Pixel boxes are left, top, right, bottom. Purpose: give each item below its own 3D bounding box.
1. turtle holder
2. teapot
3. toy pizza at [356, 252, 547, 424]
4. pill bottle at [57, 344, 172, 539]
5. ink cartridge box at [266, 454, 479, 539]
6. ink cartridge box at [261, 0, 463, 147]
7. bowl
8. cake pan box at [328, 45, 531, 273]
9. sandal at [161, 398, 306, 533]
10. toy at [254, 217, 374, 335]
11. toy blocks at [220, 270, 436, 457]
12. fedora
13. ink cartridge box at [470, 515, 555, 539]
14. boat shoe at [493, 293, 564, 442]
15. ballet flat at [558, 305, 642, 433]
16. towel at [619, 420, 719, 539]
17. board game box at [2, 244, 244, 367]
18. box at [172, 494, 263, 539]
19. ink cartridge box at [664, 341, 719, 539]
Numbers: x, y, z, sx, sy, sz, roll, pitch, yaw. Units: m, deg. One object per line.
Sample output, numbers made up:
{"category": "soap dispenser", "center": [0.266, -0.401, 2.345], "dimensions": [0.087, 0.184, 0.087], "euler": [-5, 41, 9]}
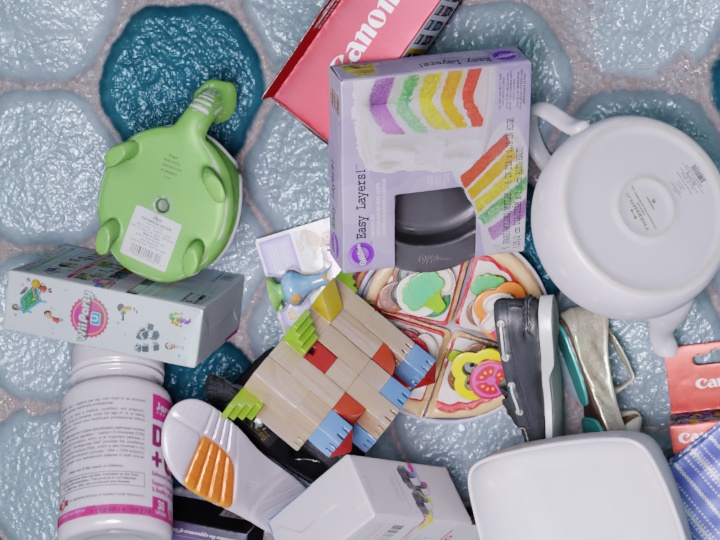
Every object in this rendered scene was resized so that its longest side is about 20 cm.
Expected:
{"category": "turtle holder", "center": [-0.181, -0.086, 1.622], "dimensions": [0.139, 0.132, 0.188], "euler": [-6, 97, 13]}
{"category": "teapot", "center": [0.235, -0.043, 1.542], "dimensions": [0.195, 0.146, 0.202], "euler": [14, 75, -10]}
{"category": "toy pizza", "center": [0.089, 0.059, 1.614], "dimensions": [0.198, 0.032, 0.202], "euler": [0, 107, -1]}
{"category": "pill bottle", "center": [-0.242, 0.173, 1.645], "dimensions": [0.112, 0.113, 0.202], "euler": [-9, 64, 13]}
{"category": "ink cartridge box", "center": [0.022, 0.240, 1.571], "dimensions": [0.115, 0.199, 0.068], "euler": [-40, 58, 24]}
{"category": "ink cartridge box", "center": [0.012, -0.216, 1.539], "dimensions": [0.084, 0.176, 0.201], "euler": [37, 104, 5]}
{"category": "bowl", "center": [0.216, 0.241, 1.549], "dimensions": [0.198, 0.075, 0.202], "euler": [-12, 101, 30]}
{"category": "cake pan box", "center": [0.062, -0.098, 1.520], "dimensions": [0.182, 0.052, 0.202], "euler": [-5, 117, -12]}
{"category": "sandal", "center": [-0.133, 0.204, 1.665], "dimensions": [0.207, 0.059, 0.080], "euler": [44, 70, -31]}
{"category": "toy", "center": [0.000, 0.000, 1.640], "dimensions": [0.198, 0.047, 0.116], "euler": [-16, 97, 14]}
{"category": "toy blocks", "center": [-0.017, 0.105, 1.539], "dimensions": [0.136, 0.200, 0.100], "euler": [39, 138, 1]}
{"category": "fedora", "center": [-0.054, 0.139, 1.634], "dimensions": [0.200, 0.201, 0.092], "euler": [34, 74, 5]}
{"category": "ink cartridge box", "center": [0.148, 0.342, 1.662], "dimensions": [0.175, 0.045, 0.202], "euler": [-24, 94, 15]}
{"category": "boat shoe", "center": [0.162, 0.108, 1.593], "dimensions": [0.060, 0.076, 0.202], "euler": [2, 118, 14]}
{"category": "ballet flat", "center": [0.241, 0.129, 1.603], "dimensions": [0.062, 0.067, 0.202], "euler": [-17, 97, -9]}
{"category": "towel", "center": [0.359, 0.215, 1.559], "dimensions": [0.200, 0.024, 0.145], "euler": [-41, 89, 15]}
{"category": "board game box", "center": [-0.231, 0.032, 1.643], "dimensions": [0.198, 0.148, 0.065], "euler": [11, 103, 10]}
{"category": "box", "center": [-0.208, 0.309, 1.717], "dimensions": [0.198, 0.079, 0.143], "euler": [8, 103, 10]}
{"category": "ink cartridge box", "center": [0.353, 0.171, 1.590], "dimensions": [0.108, 0.050, 0.202], "euler": [-8, 98, 13]}
